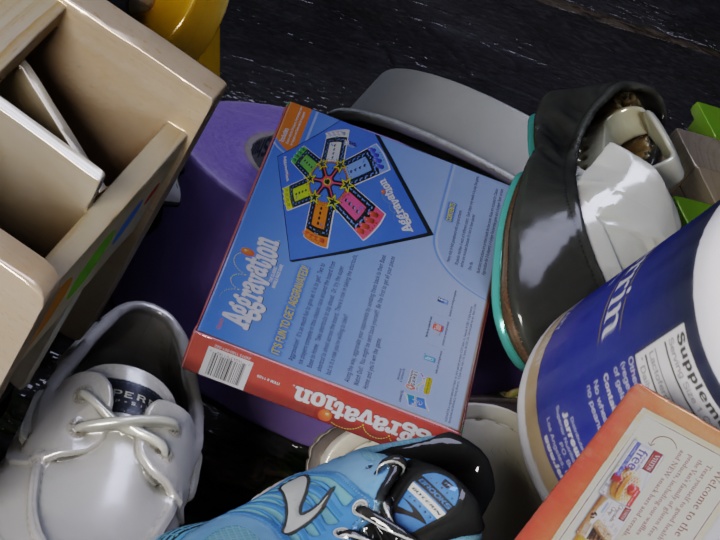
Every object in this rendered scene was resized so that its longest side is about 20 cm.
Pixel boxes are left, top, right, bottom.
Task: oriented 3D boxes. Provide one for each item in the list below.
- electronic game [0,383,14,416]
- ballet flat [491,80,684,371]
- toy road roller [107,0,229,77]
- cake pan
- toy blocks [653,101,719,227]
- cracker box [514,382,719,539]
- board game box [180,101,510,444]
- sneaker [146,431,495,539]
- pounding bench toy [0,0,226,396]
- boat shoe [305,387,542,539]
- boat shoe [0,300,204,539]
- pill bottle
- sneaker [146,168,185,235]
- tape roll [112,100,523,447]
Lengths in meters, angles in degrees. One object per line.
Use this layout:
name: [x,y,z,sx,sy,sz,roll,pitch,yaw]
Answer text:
electronic game: [-0.219,0.010,0.936,0.200,0.042,0.200,20,18,-7]
ballet flat: [0.096,-0.030,1.072,0.068,0.068,0.200,-18,26,18]
toy road roller: [-0.138,-0.104,0.993,0.200,0.123,0.146,-10,-19,27]
cake pan: [0.076,-0.039,1.301,0.200,0.037,0.200,30,-9,5]
toy blocks: [0.144,0.041,1.143,0.100,0.137,0.200,13,39,-33]
cracker box: [0.130,0.143,0.813,0.200,0.134,0.058,32,-19,26]
board game box: [0.000,0.000,1.009,0.103,0.019,0.200,22,29,-2]
sneaker: [-0.009,0.090,0.837,0.078,0.090,0.200,55,20,-2]
pounding bench toy: [-0.178,-0.037,0.842,0.200,0.124,0.156,34,38,1]
boat shoe: [0.062,0.079,1.021,0.200,0.072,0.060,2,14,-30]
boat shoe: [-0.086,0.065,0.895,0.072,0.066,0.200,22,17,-2]
pill bottle: [0.147,0.030,0.915,0.116,0.200,0.116,10,65,-22]
sneaker: [-0.101,-0.058,1.081,0.080,0.074,0.200,31,56,-1]
tape roll: [-0.001,0.006,1.142,0.200,0.085,0.200,20,17,-6]
